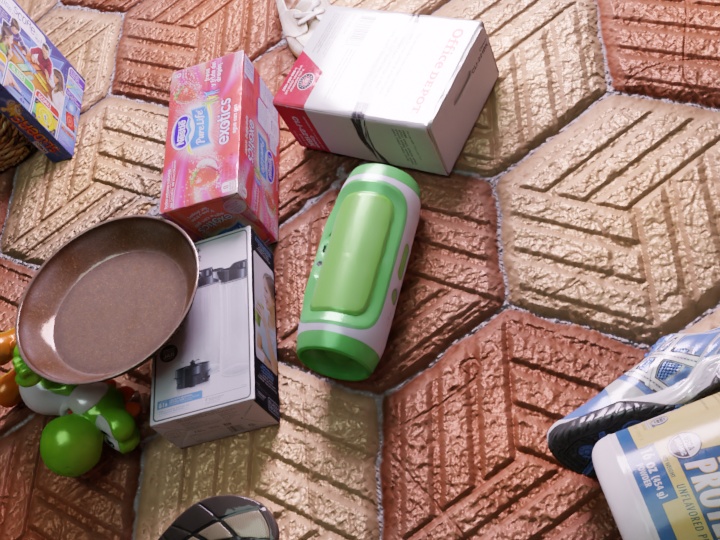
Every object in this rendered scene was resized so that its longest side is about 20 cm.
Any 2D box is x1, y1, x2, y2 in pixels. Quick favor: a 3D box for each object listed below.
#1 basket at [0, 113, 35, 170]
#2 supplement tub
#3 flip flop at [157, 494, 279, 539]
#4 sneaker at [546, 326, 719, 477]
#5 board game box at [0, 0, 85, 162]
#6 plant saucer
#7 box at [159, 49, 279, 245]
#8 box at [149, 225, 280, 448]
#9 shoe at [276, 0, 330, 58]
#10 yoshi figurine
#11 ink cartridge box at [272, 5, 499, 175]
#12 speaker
[{"bbox_3d":[-0.541,-0.210,1.281,0.198,0.149,0.144,-9,57,19],"label":"basket"},{"bbox_3d":[0.278,0.152,0.679,0.199,0.145,0.145,-24,53,10],"label":"supplement tub"},{"bbox_3d":[-0.148,0.269,0.864,0.200,0.057,0.081,-42,55,15],"label":"flip flop"},{"bbox_3d":[0.243,0.103,0.784,0.199,0.076,0.077,-24,31,9],"label":"sneaker"},{"bbox_3d":[-0.420,-0.248,1.215,0.034,0.200,0.136,-13,55,17],"label":"board game box"},{"bbox_3d":[-0.247,0.033,0.977,0.199,0.037,0.202,-10,53,13],"label":"plant saucer"},{"bbox_3d":[-0.151,-0.127,1.080,0.094,0.103,0.201,-13,57,17],"label":"box"},{"bbox_3d":[-0.147,0.065,0.983,0.116,0.060,0.201,-15,55,15],"label":"box"},{"bbox_3d":[-0.074,-0.325,1.196,0.070,0.053,0.201,-27,53,7],"label":"shoe"},{"bbox_3d":[-0.315,0.141,0.992,0.199,0.112,0.113,24,88,32],"label":"yoshi figurine"},{"bbox_3d":[0.029,-0.197,1.050,0.199,0.084,0.145,15,66,32],"label":"ink cartridge box"},{"bbox_3d":[0.000,0.000,0.941,0.088,0.089,0.201,3,62,26],"label":"speaker"}]
